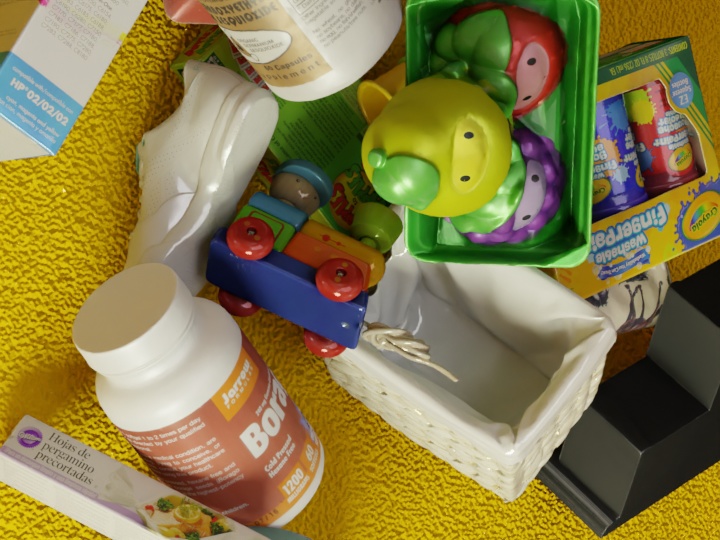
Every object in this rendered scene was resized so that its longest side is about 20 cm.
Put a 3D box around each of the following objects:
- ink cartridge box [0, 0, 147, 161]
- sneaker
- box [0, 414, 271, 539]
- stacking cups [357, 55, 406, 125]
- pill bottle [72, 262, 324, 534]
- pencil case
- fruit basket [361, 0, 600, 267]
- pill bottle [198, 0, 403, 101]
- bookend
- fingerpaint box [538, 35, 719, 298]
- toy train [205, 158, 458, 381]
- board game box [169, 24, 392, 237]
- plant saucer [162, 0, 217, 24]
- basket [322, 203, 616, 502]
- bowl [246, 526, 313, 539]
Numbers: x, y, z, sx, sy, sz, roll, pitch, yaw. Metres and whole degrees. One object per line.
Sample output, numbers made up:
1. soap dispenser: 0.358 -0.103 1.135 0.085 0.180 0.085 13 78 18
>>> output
1. ink cartridge box: -0.207 -0.176 1.317 0.068 0.115 0.200 38 71 -29
2. sneaker: -0.136 -0.056 1.400 0.201 0.088 0.075 -62 156 9
3. box: -0.156 0.165 1.327 0.199 0.042 0.039 25 53 11
4. stacking cups: 0.090 -0.167 1.487 0.200 0.060 0.061 -34 109 -24
5. pill bottle: -0.116 0.092 1.363 0.112 0.112 0.200 -51 130 -23
6. pencil case: 0.163 0.018 1.598 0.199 0.078 0.090 -10 81 -34
7. fruit basket: 0.085 -0.095 1.334 0.155 0.216 0.217 2 89 7
8. pill bottle: -0.067 -0.220 1.304 0.115 0.114 0.200 -55 127 -21
9. bookend: 0.256 0.088 1.593 0.200 0.092 0.199 -27 145 -31
10. fingerpaint box: 0.190 -0.079 1.529 0.200 0.073 0.168 -21 102 -34
11. toy train: 0.000 0.000 1.389 0.199 0.085 0.116 25 53 8
12. board game box: -0.043 -0.115 1.472 0.102 0.048 0.200 -49 115 -23
13. plant saucer: -0.066 -0.280 1.427 0.199 0.037 0.200 -3 75 -35
14. basket: 0.076 0.061 1.455 0.136 0.200 0.123 -49 159 -18
15. bowl: -0.083 0.293 1.366 0.200 0.105 0.201 -11 124 -17
